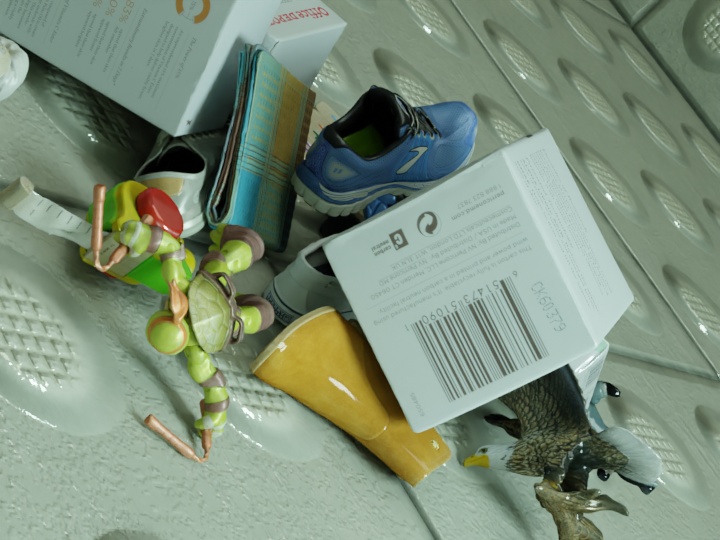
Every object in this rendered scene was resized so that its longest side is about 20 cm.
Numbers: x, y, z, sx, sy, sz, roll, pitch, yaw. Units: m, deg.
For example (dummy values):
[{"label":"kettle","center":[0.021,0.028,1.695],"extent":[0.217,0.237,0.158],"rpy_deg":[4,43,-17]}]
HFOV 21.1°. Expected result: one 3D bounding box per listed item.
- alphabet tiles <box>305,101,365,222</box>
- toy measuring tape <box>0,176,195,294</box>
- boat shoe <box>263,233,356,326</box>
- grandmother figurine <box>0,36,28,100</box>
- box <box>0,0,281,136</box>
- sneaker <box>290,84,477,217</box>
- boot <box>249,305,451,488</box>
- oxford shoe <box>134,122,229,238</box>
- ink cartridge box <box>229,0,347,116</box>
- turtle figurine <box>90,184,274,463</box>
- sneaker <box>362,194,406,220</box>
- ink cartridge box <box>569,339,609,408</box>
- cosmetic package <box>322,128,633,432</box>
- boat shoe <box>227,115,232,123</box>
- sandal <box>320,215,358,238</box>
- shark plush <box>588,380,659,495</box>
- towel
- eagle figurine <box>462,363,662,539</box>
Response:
[{"label":"alphabet tiles","center":[-0.032,-0.110,1.891],"extent":[0.196,0.015,0.200],"rpy_deg":[47,20,-2]},{"label":"toy measuring tape","center":[-0.184,-0.041,1.355],"extent":[0.200,0.073,0.074],"rpy_deg":[31,25,-50]},{"label":"boat shoe","center":[0.000,0.000,1.618],"extent":[0.074,0.065,0.200],"rpy_deg":[44,31,13]},{"label":"grandmother figurine","center":[-0.304,-0.148,1.343],"extent":[0.200,0.060,0.122],"rpy_deg":[-1,60,-61]},{"label":"box","center":[-0.183,-0.210,1.524],"extent":[0.199,0.125,0.097],"rpy_deg":[31,17,13]},{"label":"sneaker","center":[0.034,-0.111,1.640],"extent":[0.199,0.089,0.079],"rpy_deg":[-24,60,-42]},{"label":"boot","center":[0.003,0.103,1.479],"extent":[0.144,0.071,0.201],"rpy_deg":[52,16,14]},{"label":"oxford shoe","center":[-0.139,-0.090,1.537],"extent":[0.200,0.075,0.058],"rpy_deg":[-78,159,-63]},{"label":"ink cartridge box","center":[-0.128,-0.230,1.636],"extent":[0.200,0.084,0.145],"rpy_deg":[40,25,11]},{"label":"turtle figurine","center":[-0.111,0.017,1.329],"extent":[0.201,0.064,0.161],"rpy_deg":[68,24,-9]},{"label":"sneaker","center":[0.054,-0.041,1.847],"extent":[0.200,0.071,0.083],"rpy_deg":[45,14,-46]},{"label":"ink cartridge box","center":[0.134,0.042,1.752],"extent":[0.200,0.050,0.161],"rpy_deg":[49,-17,18]},{"label":"cosmetic package","center":[0.098,0.003,1.518],"extent":[0.166,0.164,0.200],"rpy_deg":[63,17,-1]},{"label":"boat shoe","center":[-0.140,-0.162,1.680],"extent":[0.199,0.074,0.061],"rpy_deg":[25,29,-40]},{"label":"sandal","center":[0.018,0.015,1.715],"extent":[0.076,0.043,0.201],"rpy_deg":[24,30,-47]},{"label":"shark plush","center":[0.209,0.129,1.832],"extent":[0.201,0.083,0.091],"rpy_deg":[56,21,23]},{"label":"towel","center":[-0.078,-0.094,1.562],"extent":[0.022,0.148,0.200],"rpy_deg":[11,-3,12]},{"label":"eagle figurine","center":[0.156,0.139,1.652],"extent":[0.150,0.152,0.201],"rpy_deg":[16,36,-19]}]
